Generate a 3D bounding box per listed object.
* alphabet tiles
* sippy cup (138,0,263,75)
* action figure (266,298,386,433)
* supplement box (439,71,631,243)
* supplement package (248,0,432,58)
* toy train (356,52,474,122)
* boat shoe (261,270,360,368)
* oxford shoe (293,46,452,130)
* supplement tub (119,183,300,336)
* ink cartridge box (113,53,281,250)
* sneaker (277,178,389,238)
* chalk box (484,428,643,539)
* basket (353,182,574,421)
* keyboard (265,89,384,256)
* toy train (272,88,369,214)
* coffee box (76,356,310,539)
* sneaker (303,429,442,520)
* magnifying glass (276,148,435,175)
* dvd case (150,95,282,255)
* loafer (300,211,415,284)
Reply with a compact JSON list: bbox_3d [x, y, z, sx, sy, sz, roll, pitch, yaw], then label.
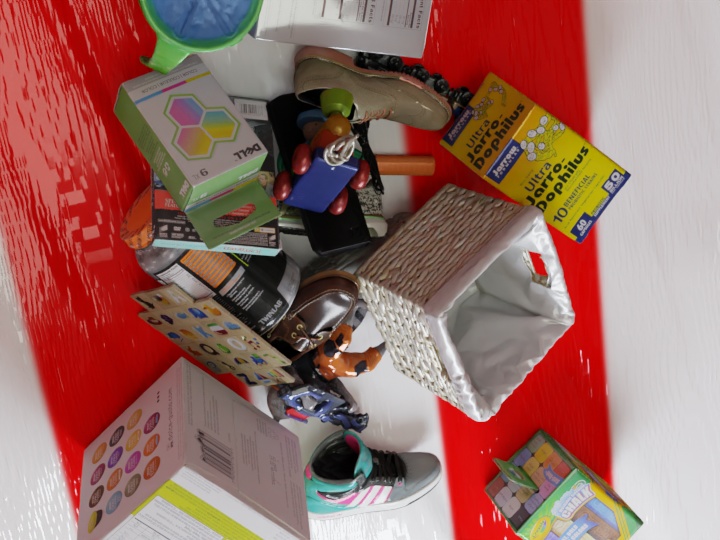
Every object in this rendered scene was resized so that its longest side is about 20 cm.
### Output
[{"bbox_3d":[-0.177,0.081,1.674,0.200,0.166,0.006,40,61,-26],"label":"alphabet tiles"},{"bbox_3d":[-0.182,-0.309,1.515,0.177,0.130,0.140,-30,110,-8],"label":"sippy cup"},{"bbox_3d":[-0.036,0.131,1.788,0.193,0.105,0.200,-37,148,5],"label":"action figure"},{"bbox_3d":[0.215,-0.136,1.708,0.200,0.110,0.109,28,101,-38],"label":"supplement box"},{"bbox_3d":[-0.029,-0.313,1.577,0.199,0.114,0.110,4,109,-19],"label":"supplement package"},{"bbox_3d":[0.081,-0.219,1.696,0.199,0.034,0.046,23,106,-24],"label":"toy train"},{"bbox_3d":[-0.068,0.069,1.684,0.070,0.071,0.200,28,139,-21],"label":"boat shoe"},{"bbox_3d":[0.012,-0.195,1.643,0.199,0.074,0.071,16,145,-12],"label":"oxford shoe"},{"bbox_3d":[-0.178,-0.016,1.645,0.123,0.123,0.200,-47,117,4],"label":"supplement tub"},{"bbox_3d":[-0.175,-0.134,1.546,0.104,0.059,0.200,-28,75,-31],"label":"ink cartridge box"},{"bbox_3d":[-0.061,-0.087,1.679,0.199,0.077,0.089,6,85,-14],"label":"sneaker"},{"bbox_3d":[0.265,0.312,1.920,0.124,0.124,0.200,-47,118,5],"label":"chalk box"},{"bbox_3d":[0.126,0.035,1.694,0.200,0.161,0.199,-45,133,-23],"label":"basket"},{"bbox_3d":[-0.031,-0.121,1.649,0.127,0.021,0.201,-13,80,-26],"label":"keyboard"},{"bbox_3d":[-0.028,-0.152,1.539,0.084,0.200,0.116,13,64,-16],"label":"toy train"},{"bbox_3d":[-0.204,0.273,1.688,0.200,0.200,0.198,37,112,-27],"label":"coffee box"},{"bbox_3d":[0.013,0.255,1.826,0.199,0.084,0.121,-14,142,-11],"label":"sneaker"},{"bbox_3d":[-0.005,-0.130,1.713,0.199,0.022,0.080,0,112,-16],"label":"magnifying glass"},{"bbox_3d":[-0.167,-0.114,1.588,0.145,0.201,0.022,4,154,-20],"label":"dvd case"},{"bbox_3d":[0.000,0.000,1.739,0.199,0.070,0.070,-28,109,-6],"label":"loafer"}]
